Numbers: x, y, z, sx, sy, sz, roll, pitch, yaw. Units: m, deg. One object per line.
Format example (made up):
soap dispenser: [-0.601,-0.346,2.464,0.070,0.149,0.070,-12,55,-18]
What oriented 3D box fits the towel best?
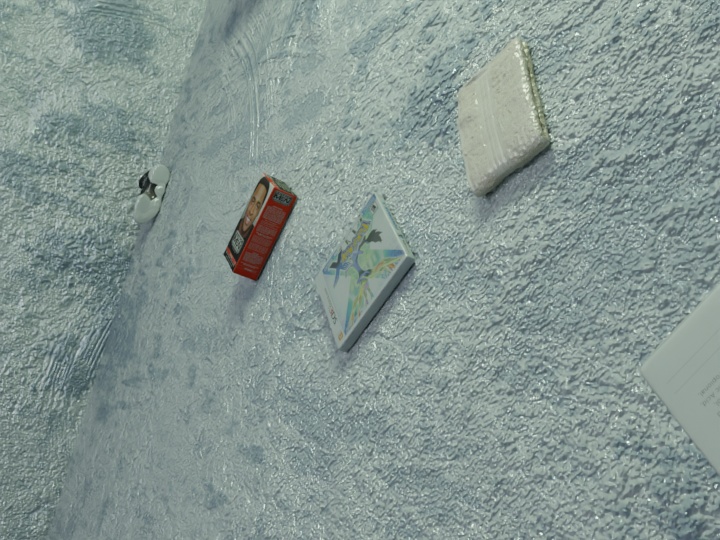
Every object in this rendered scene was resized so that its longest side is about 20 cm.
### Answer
towel: [0.190,-0.214,1.009,0.132,0.034,0.202,-39,43,42]

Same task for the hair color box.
hair color box: [-0.214,-0.093,1.547,0.202,0.061,0.102,-62,31,12]

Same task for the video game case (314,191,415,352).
video game case: [0.000,0.000,1.197,0.201,0.022,0.183,-54,35,24]

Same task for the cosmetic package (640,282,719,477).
cosmetic package: [0.335,0.097,0.480,0.166,0.163,0.201,-54,33,24]

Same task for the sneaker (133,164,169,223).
sneaker: [-0.679,-0.241,2.354,0.113,0.075,0.202,3,69,58]
